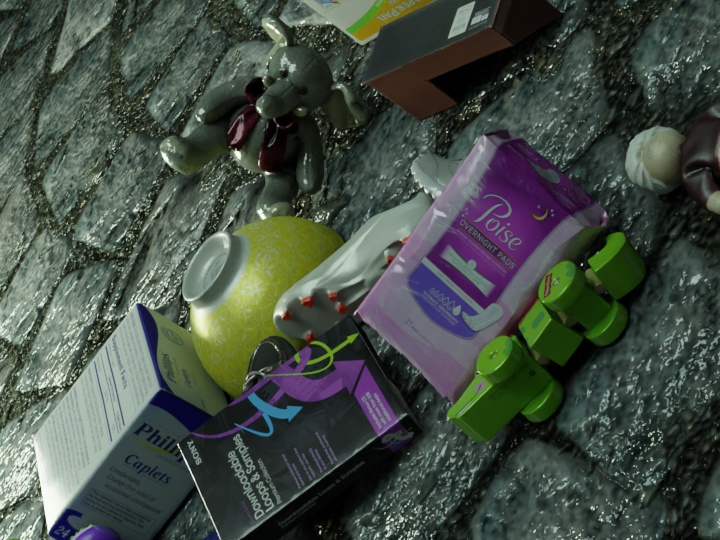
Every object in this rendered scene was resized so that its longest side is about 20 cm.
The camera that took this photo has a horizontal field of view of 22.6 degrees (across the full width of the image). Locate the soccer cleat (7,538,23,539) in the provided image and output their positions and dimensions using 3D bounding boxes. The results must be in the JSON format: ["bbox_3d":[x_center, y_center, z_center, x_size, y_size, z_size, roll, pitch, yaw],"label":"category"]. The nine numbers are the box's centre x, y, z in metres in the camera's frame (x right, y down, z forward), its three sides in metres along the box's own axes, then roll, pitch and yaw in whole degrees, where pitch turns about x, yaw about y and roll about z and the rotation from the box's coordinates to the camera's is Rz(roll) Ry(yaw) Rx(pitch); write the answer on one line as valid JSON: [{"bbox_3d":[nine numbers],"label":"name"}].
[{"bbox_3d":[-0.388,0.386,1.949,0.201,0.067,0.081,-86,21,-44],"label":"soccer cleat"}]

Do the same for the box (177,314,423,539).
[{"bbox_3d":[-0.057,0.147,1.584,0.199,0.036,0.143,-38,43,4],"label":"box"}]

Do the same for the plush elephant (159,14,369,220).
[{"bbox_3d":[-0.085,-0.170,1.902,0.200,0.164,0.155,-49,-9,-37],"label":"plush elephant"}]

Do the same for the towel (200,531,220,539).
[{"bbox_3d":[-0.179,0.331,1.677,0.199,0.049,0.149,-31,31,42],"label":"towel"}]

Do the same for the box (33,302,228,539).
[{"bbox_3d":[-0.237,0.171,1.864,0.201,0.104,0.184,-51,28,13],"label":"box"}]

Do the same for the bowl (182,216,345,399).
[{"bbox_3d":[-0.115,0.020,1.817,0.200,0.107,0.201,-38,33,31],"label":"bowl"}]

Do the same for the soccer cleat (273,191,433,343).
[{"bbox_3d":[0.000,0.000,1.702,0.199,0.069,0.078,-33,30,26],"label":"soccer cleat"}]

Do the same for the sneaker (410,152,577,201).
[{"bbox_3d":[0.121,-0.071,1.578,0.082,0.075,0.199,-53,39,-6],"label":"sneaker"}]

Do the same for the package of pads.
[{"bbox_3d":[0.097,-0.002,1.462,0.201,0.120,0.076,-53,-13,20],"label":"package of pads"}]

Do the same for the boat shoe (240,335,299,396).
[{"bbox_3d":[-0.082,0.137,1.665,0.067,0.057,0.202,-34,46,29],"label":"boat shoe"}]

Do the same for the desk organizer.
[{"bbox_3d":[0.097,-0.216,1.744,0.199,0.077,0.072,-17,47,51],"label":"desk organizer"}]

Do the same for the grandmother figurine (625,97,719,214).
[{"bbox_3d":[0.279,-0.096,1.349,0.199,0.061,0.122,-10,45,52],"label":"grandmother figurine"}]

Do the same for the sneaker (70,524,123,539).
[{"bbox_3d":[-0.277,0.355,1.772,0.202,0.069,0.100,-67,22,8],"label":"sneaker"}]

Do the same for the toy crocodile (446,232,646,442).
[{"bbox_3d":[0.145,0.052,1.406,0.200,0.067,0.062,-50,24,10],"label":"toy crocodile"}]

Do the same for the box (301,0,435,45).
[{"bbox_3d":[0.038,-0.346,1.945,0.199,0.101,0.113,-23,43,48],"label":"box"}]
